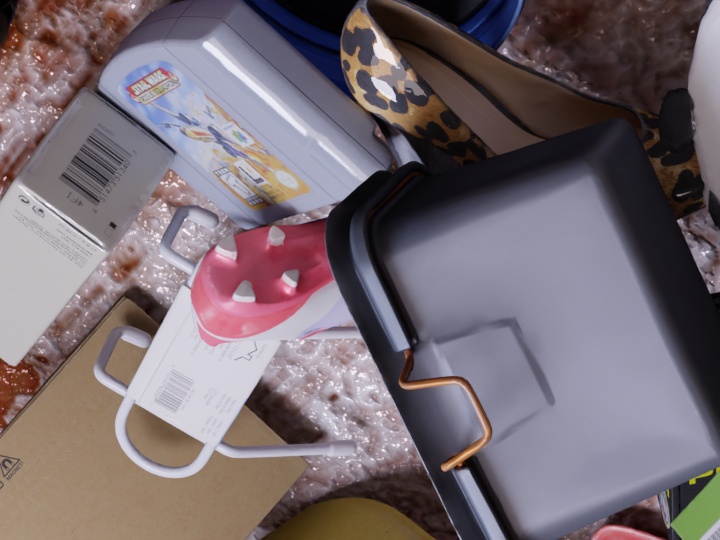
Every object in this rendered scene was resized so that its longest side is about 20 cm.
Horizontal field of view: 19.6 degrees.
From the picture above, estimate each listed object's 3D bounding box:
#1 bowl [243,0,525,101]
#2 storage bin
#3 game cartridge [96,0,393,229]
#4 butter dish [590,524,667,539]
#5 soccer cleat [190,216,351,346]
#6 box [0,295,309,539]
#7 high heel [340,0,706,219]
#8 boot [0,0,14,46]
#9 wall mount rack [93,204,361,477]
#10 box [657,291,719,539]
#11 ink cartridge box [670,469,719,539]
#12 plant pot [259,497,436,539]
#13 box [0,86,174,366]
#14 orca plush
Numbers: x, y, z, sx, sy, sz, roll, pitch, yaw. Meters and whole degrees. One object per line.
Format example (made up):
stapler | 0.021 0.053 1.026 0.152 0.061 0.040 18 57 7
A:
bowl | -0.006 -0.178 1.063 0.199 0.040 0.202 13 134 14
storage bin | 0.090 0.030 0.983 0.133 0.146 0.201 -23 99 25
game cartridge | -0.072 -0.084 1.122 0.133 0.042 0.200 37 162 -15
butter dish | 0.207 0.289 1.313 0.198 0.148 0.201 20 135 7
soccer cleat | 0.000 0.000 1.158 0.198 0.067 0.077 -11 157 -21
box | -0.156 0.144 1.318 0.163 0.200 0.021 43 172 -7
high heel | 0.088 -0.081 1.030 0.198 0.072 0.143 4 146 26
boot | -0.220 -0.169 1.157 0.096 0.075 0.200 29 144 -20
wall mount rack | -0.061 0.052 1.260 0.173 0.075 0.201 29 129 -5
box | 0.255 0.069 1.100 0.198 0.045 0.161 -10 136 -1
ink cartridge box | 0.267 0.078 1.014 0.076 0.199 0.148 51 148 16
plant pot | -0.014 0.262 1.339 0.200 0.193 0.196 43 163 56
box | -0.184 -0.022 1.225 0.068 0.082 0.200 36 147 -8
orca plush | 0.211 -0.053 0.991 0.105 0.071 0.201 -11 110 45
